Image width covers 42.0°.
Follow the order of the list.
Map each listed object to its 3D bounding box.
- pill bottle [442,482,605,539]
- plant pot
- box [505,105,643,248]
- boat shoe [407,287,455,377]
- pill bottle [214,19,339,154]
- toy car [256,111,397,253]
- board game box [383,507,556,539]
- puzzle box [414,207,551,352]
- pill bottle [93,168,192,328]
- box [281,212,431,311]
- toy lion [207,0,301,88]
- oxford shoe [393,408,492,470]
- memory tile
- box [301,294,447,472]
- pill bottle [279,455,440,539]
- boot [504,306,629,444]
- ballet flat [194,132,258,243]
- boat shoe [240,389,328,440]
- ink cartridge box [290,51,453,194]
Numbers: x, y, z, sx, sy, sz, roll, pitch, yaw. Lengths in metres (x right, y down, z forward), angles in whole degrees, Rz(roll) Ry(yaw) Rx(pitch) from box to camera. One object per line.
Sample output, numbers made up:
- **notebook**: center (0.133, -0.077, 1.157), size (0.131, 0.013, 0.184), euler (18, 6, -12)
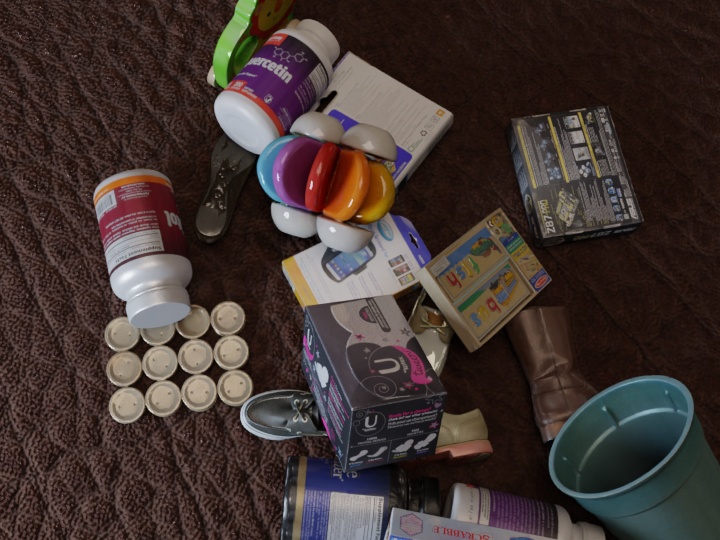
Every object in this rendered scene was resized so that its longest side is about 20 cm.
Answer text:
- **pill bottle**: center (0.205, 0.348, 1.205), size (0.198, 0.112, 0.112), euler (12, 70, 1)
- **plant pot**: center (0.373, 0.274, 1.187), size (0.200, 0.200, 0.197), euler (-44, 109, -17)
- **box**: center (0.322, -0.144, 1.423), size (0.160, 0.049, 0.202), euler (-9, 71, -9)
- **boat shoe**: center (0.100, 0.072, 1.319), size (0.074, 0.068, 0.202), euler (15, 70, 1)
- **pill bottle**: center (-0.116, -0.273, 1.375), size (0.112, 0.113, 0.201), euler (33, 67, 8)
- **toy car**: center (-0.057, -0.127, 1.287), size (0.199, 0.150, 0.177), euler (19, 96, 31)
- **board game box**: center (0.118, 0.380, 1.145), size (0.197, 0.201, 0.041), euler (10, 42, 0)
- **puzzle box**: center (0.176, 0.010, 1.313), size (0.200, 0.025, 0.134), euler (-37, 91, -41)
- **pill bottle**: center (-0.297, -0.028, 1.298), size (0.112, 0.113, 0.202), euler (-14, 70, -9)
- **box**: center (0.000, 0.000, 1.354), size (0.199, 0.042, 0.120), euler (-25, 74, -15)
- **toy lion**: center (-0.149, -0.373, 1.393), size (0.068, 0.192, 0.201), euler (35, 72, 9)
- **oxford shoe**: center (0.077, 0.226, 1.268), size (0.198, 0.071, 0.075), euler (-1, 65, -15)
- **memory tile**: center (-0.252, 0.125, 1.303), size (0.198, 0.017, 0.155), euler (-8, 71, -6)
- **box**: center (0.013, 0.138, 1.211), size (0.131, 0.116, 0.201), euler (-8, 40, -18)
- **pill bottle**: center (-0.001, 0.302, 1.207), size (0.198, 0.112, 0.113), euler (5, 70, -3)
- **boot**: center (0.311, 0.128, 1.323), size (0.184, 0.064, 0.202), euler (-10, 67, -10)
- **ballet flat**: center (-0.198, -0.127, 1.386), size (0.067, 0.046, 0.202), euler (15, 65, -2)
- **boat shoe**: center (-0.063, 0.193, 1.270), size (0.198, 0.057, 0.069), euler (3, 70, -3)
- **ink cartridge box**: center (0.006, -0.210, 1.423), size (0.199, 0.043, 0.199), euler (34, 71, 14)
